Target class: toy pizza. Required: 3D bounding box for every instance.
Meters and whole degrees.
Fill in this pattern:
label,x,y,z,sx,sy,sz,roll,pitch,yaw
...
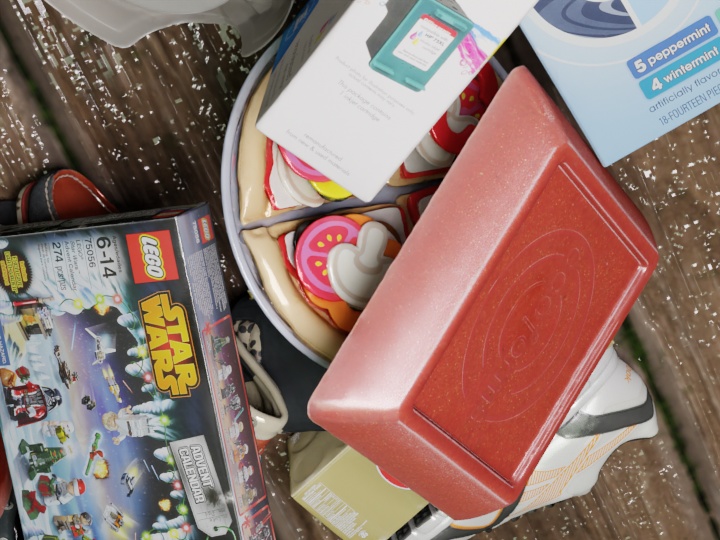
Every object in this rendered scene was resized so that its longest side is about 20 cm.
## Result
label,x,y,z,sx,sy,sz,roll,pitch,yaw
toy pizza,0.021,-0.041,1.099,0.200,0.032,0.200,3,84,-32

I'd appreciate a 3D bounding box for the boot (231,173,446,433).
label,x,y,z,sx,sy,sz,roll,pitch,yaw
boot,-0.001,0.001,1.198,0.154,0.073,0.204,-3,78,32

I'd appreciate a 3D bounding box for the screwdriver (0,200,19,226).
label,x,y,z,sx,sy,sz,roll,pitch,yaw
screwdriver,-0.202,0.053,1.173,0.028,0.200,0.029,4,157,-3

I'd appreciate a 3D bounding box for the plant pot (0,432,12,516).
label,x,y,z,sx,sy,sz,roll,pitch,yaw
plant pot,-0.320,0.072,1.171,0.195,0.201,0.201,-16,115,14

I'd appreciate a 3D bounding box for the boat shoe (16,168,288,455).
label,x,y,z,sx,sy,sz,roll,pitch,yaw
boat shoe,-0.113,0.021,1.177,0.200,0.071,0.063,55,132,9

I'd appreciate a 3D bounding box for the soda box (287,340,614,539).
label,x,y,z,sx,sy,sz,roll,pitch,yaw
soda box,0.049,0.071,1.244,0.200,0.068,0.064,-42,111,15

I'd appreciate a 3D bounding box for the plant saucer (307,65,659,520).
label,x,y,z,sx,sy,sz,roll,pitch,yaw
plant saucer,0.077,0.025,1.094,0.200,0.037,0.200,-58,148,-6

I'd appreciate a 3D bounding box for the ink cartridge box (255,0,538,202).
label,x,y,z,sx,sy,sz,roll,pitch,yaw
ink cartridge box,0.040,-0.141,0.980,0.067,0.116,0.200,34,116,-13

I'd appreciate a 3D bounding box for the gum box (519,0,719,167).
label,x,y,z,sx,sy,sz,roll,pitch,yaw
gum box,0.144,-0.176,1.056,0.170,0.045,0.200,-30,114,11

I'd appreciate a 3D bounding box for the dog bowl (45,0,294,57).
label,x,y,z,sx,sy,sz,roll,pitch,yaw
dog bowl,-0.106,-0.196,1.068,0.200,0.059,0.200,22,144,16

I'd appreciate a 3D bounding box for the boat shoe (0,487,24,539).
label,x,y,z,sx,sy,sz,roll,pitch,yaw
boat shoe,-0.196,0.179,1.245,0.066,0.075,0.199,-11,75,3

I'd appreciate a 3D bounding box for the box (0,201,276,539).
label,x,y,z,sx,sy,sz,roll,pitch,yaw
box,-0.127,0.070,1.137,0.137,0.040,0.200,-6,101,26

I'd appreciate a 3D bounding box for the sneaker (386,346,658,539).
label,x,y,z,sx,sy,sz,roll,pitch,yaw
sneaker,0.091,0.123,1.269,0.200,0.074,0.080,-41,113,16
